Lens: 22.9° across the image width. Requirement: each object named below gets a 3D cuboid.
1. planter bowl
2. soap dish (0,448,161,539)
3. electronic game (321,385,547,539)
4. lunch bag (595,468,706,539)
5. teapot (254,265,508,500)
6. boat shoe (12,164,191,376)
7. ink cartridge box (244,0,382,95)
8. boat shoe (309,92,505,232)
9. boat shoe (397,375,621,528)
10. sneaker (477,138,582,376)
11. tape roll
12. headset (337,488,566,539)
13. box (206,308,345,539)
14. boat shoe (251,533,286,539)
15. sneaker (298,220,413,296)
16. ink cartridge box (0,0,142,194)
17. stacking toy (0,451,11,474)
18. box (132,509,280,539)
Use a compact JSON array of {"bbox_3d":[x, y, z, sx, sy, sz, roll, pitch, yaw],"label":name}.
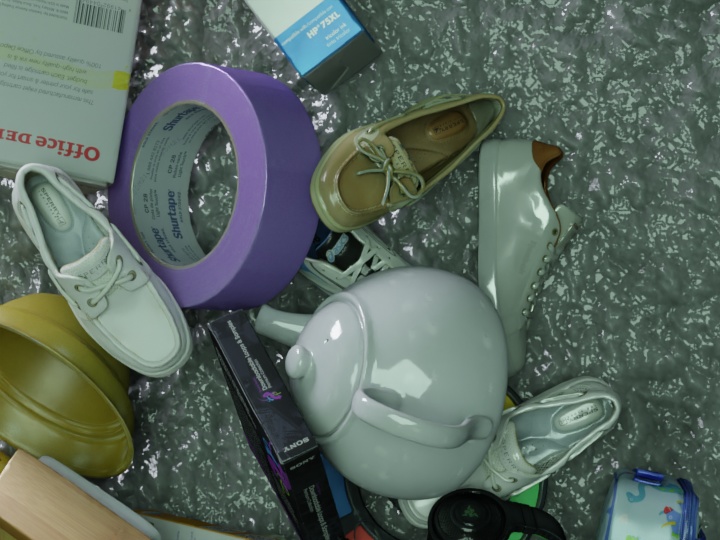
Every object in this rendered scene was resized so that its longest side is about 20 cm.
[{"bbox_3d":[-0.257,0.079,1.491,0.200,0.200,0.084,27,56,8],"label":"planter bowl"},{"bbox_3d":[-0.242,0.266,1.445,0.157,0.081,0.200,29,127,28],"label":"soap dish"},{"bbox_3d":[0.057,0.170,1.486,0.200,0.042,0.200,0,87,7],"label":"electronic game"},{"bbox_3d":[0.218,0.234,1.381,0.082,0.200,0.161,9,88,7],"label":"lunch bag"},{"bbox_3d":[0.012,0.083,1.373,0.146,0.200,0.198,12,56,-28],"label":"teapot"},{"bbox_3d":[-0.210,0.000,1.395,0.071,0.069,0.200,-40,85,-6],"label":"boat shoe"},{"bbox_3d":[-0.072,-0.250,1.487,0.067,0.116,0.200,-36,84,5],"label":"ink cartridge box"},{"bbox_3d":[0.038,-0.097,1.434,0.200,0.063,0.073,-39,105,-38],"label":"boat shoe"},{"bbox_3d":[0.120,0.145,1.431,0.200,0.069,0.071,-31,89,-1],"label":"boat shoe"},{"bbox_3d":[0.141,-0.011,1.468,0.085,0.073,0.200,-1,86,10],"label":"sneaker"},{"bbox_3d":[-0.122,-0.068,1.459,0.200,0.066,0.200,-4,85,43],"label":"tape roll"},{"bbox_3d":[0.074,0.238,1.400,0.200,0.094,0.124,12,128,-20],"label":"headset"},{"bbox_3d":[-0.062,0.139,1.405,0.036,0.200,0.143,-26,56,-8],"label":"box"},{"bbox_3d":[-0.074,0.316,1.474,0.062,0.072,0.200,-22,80,49],"label":"boat shoe"},{"bbox_3d":[0.000,0.000,1.488,0.200,0.072,0.072,36,91,7],"label":"sneaker"},{"bbox_3d":[-0.271,-0.175,1.493,0.145,0.083,0.200,11,82,-19],"label":"ink cartridge box"},{"bbox_3d":[-0.336,0.194,1.516,0.200,0.146,0.146,2,87,-11],"label":"stacking toy"},{"bbox_3d":[-0.140,0.269,1.475,0.200,0.041,0.119,6,88,41],"label":"box"}]
